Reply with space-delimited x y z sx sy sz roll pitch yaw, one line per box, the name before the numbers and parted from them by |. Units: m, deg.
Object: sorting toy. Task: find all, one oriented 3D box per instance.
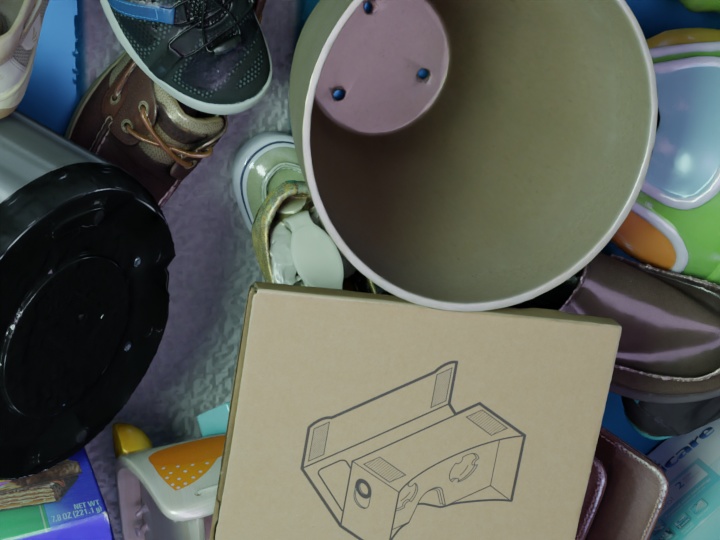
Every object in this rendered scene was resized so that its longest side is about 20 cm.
sorting toy | -0.046 0.136 1.064 0.179 0.107 0.201 -19 141 -20

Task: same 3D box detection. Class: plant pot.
plant pot | 0.036 -0.098 0.975 0.185 0.200 0.189 -4 107 -14

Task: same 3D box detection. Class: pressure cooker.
pressure cooker | -0.218 -0.005 0.931 0.175 0.199 0.180 -36 142 -37

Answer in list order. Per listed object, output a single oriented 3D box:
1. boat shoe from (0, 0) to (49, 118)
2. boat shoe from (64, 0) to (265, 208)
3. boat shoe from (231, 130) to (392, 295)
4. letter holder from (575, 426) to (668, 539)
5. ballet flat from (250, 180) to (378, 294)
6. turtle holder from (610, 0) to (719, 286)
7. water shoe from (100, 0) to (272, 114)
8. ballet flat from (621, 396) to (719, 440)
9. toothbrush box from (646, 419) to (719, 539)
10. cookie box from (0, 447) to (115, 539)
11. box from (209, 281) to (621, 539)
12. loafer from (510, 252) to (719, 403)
boat shoe | -0.179 -0.171 0.903 0.071 0.202 0.065 12 145 -14
boat shoe | -0.108 -0.091 1.003 0.072 0.072 0.201 31 95 -22
boat shoe | 0.000 0.000 1.067 0.072 0.062 0.200 -41 112 -1
letter holder | 0.073 0.177 1.050 0.142 0.100 0.201 33 110 15
ballet flat | -0.009 0.042 0.977 0.070 0.071 0.202 -18 76 -10
turtle holder | 0.199 -0.089 1.061 0.130 0.141 0.187 17 111 -3
water shoe | -0.100 -0.162 0.906 0.071 0.079 0.201 -39 113 -18
ballet flat | 0.246 0.045 1.117 0.199 0.068 0.069 -25 144 -34
toothbrush box | 0.259 0.161 1.118 0.146 0.200 0.086 -39 112 -1
cookie box | -0.223 0.143 0.971 0.169 0.200 0.076 -13 108 -13
box | 0.027 0.094 0.942 0.198 0.021 0.165 6 106 -15
loafer | 0.134 0.025 1.036 0.198 0.071 0.074 9 70 13
